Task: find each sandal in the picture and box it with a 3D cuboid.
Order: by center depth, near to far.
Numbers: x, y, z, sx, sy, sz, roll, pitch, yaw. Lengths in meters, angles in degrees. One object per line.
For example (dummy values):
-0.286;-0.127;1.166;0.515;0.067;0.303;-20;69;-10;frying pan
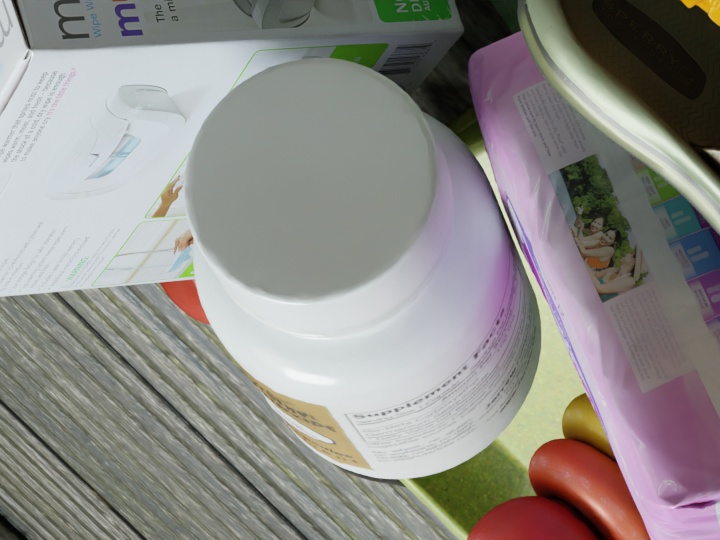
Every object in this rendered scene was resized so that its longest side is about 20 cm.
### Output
0.139;-0.043;0.901;0.201;0.080;0.057;35;135;-10;sandal

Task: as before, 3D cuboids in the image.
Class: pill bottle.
0.000;0.000;1.047;0.114;0.115;0.200;35;171;19;pill bottle

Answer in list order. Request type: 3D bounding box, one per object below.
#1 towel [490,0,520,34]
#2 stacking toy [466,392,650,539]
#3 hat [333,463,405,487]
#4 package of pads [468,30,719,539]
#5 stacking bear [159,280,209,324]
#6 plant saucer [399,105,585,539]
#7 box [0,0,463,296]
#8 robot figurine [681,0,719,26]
0.098;-0.107;0.988;0.200;0.023;0.153;24;157;48;towel
0.112;0.057;1.066;0.085;0.200;0.085;36;163;12;stacking toy
0.043;0.009;1.290;0.200;0.081;0.201;11;130;13;hat
0.106;0.017;0.975;0.121;0.075;0.201;68;180;-57;package of pads
-0.125;-0.044;1.516;0.200;0.122;0.114;35;163;-8;stacking bear
0.073;0.019;1.200;0.200;0.048;0.200;45;129;-16;plant saucer
-0.087;-0.073;1.081;0.200;0.176;0.097;-49;52;54;box
0.118;-0.116;0.830;0.200;0.058;0.145;38;153;6;robot figurine
